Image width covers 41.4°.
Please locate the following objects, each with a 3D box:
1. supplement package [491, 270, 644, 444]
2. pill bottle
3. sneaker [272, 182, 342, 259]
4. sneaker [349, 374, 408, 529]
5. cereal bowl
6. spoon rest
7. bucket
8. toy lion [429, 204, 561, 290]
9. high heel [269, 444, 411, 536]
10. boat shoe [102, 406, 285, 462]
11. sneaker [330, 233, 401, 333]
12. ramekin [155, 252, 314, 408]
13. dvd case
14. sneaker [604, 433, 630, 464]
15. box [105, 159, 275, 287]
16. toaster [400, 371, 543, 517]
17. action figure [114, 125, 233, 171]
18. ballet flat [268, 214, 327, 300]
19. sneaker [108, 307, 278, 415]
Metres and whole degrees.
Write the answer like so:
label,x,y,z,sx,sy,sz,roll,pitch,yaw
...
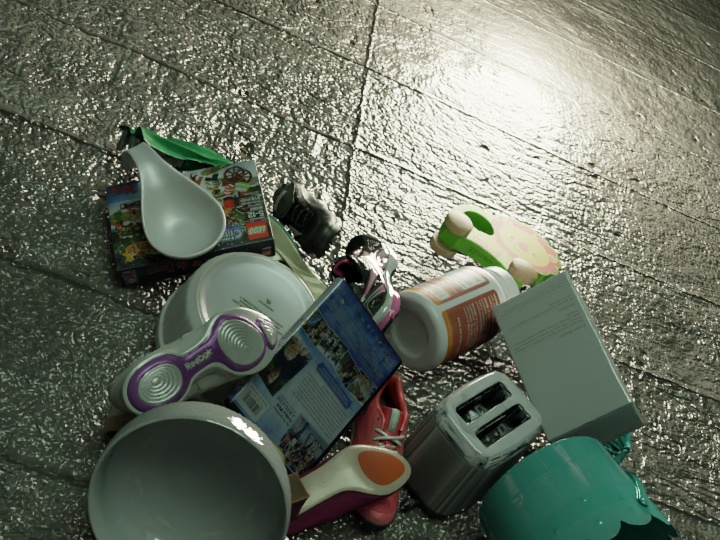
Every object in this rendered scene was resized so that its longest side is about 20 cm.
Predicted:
label,x,y,z,sx,sy,sz,roll,pitch,yaw
supplement package,0.273,0.127,1.260,0.117,0.116,0.202,43,23,-57
pill bottle,0.133,0.059,1.331,0.199,0.113,0.112,-19,61,-43
sneaker,-0.082,-0.074,1.305,0.090,0.067,0.200,35,8,-19
sneaker,0.020,0.205,1.132,0.073,0.087,0.202,17,43,-16
cereal bowl,-0.162,0.216,0.937,0.198,0.202,0.083,26,17,-7
spoon rest,-0.242,-0.091,1.178,0.099,0.061,0.200,-30,59,-19
bucket,0.244,0.301,1.097,0.205,0.209,0.135,1,40,-31
toy lion,0.229,-0.039,1.537,0.199,0.069,0.192,37,33,6
high heel,-0.037,0.248,1.051,0.198,0.096,0.068,0,50,-36
boat shoe,-0.181,0.192,1.035,0.198,0.073,0.065,22,45,-3
sneaker,0.000,0.000,1.291,0.086,0.080,0.201,36,17,-25
ramekin,-0.137,0.069,1.144,0.200,0.094,0.204,17,49,-21
dvd case,-0.049,0.127,1.099,0.200,0.017,0.143,-47,119,-23
sneaker,0.321,0.251,1.285,0.077,0.080,0.200,35,41,4
box,-0.218,-0.063,1.219,0.197,0.038,0.138,-12,55,-9
toaster,0.131,0.210,1.166,0.199,0.130,0.114,-20,61,-43
action figure,-0.239,-0.153,1.337,0.198,0.055,0.118,16,11,-37
ballet flat,-0.096,0.007,1.279,0.069,0.070,0.200,-22,64,-44
sneaker,-0.179,0.094,1.012,0.199,0.099,0.076,-21,93,-37
